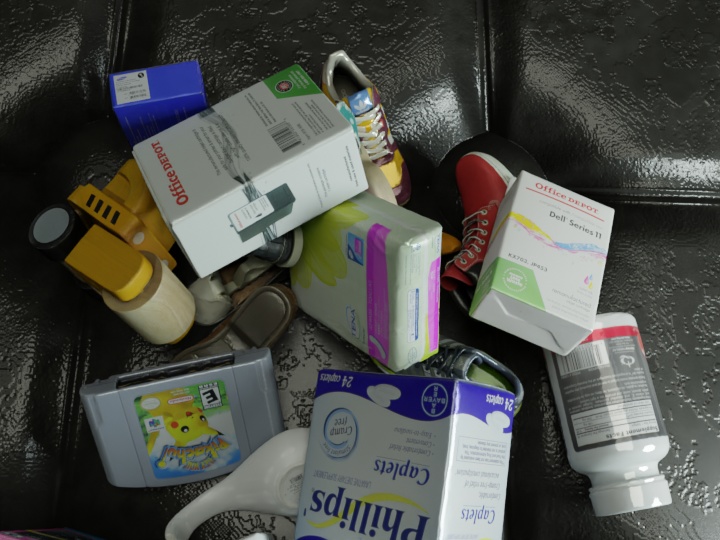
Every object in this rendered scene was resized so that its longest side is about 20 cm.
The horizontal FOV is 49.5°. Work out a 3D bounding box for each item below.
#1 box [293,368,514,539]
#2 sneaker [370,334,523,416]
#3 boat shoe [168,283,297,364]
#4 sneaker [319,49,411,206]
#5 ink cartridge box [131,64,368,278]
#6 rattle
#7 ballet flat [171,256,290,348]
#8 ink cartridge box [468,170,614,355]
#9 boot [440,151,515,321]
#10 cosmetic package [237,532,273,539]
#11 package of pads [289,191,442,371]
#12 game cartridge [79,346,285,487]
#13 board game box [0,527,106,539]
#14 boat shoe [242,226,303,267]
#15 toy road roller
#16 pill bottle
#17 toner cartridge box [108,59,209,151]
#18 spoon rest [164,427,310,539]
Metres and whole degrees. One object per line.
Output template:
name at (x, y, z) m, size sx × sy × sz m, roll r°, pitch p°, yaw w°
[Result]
box at (0.040, 0.207, 0.769) m, size 0.182 × 0.104 × 0.204 m, roll -3°, pitch 76°, yaw 43°
sneaker at (0.098, 0.102, 0.878) m, size 0.197 × 0.081 × 0.075 m, roll 22°, pitch 71°, yaw 4°
boat shoe at (-0.145, 0.095, 0.876) m, size 0.199 × 0.068 × 0.072 m, roll -39°, pitch 88°, yaw 7°
sneaker at (0.002, -0.170, 0.956) m, size 0.074 × 0.090 × 0.202 m, roll -27°, pitch 76°, yaw -11°
ink cartridge box at (-0.113, -0.105, 0.793) m, size 0.198 × 0.084 × 0.147 m, roll -28°, pitch 48°, yaw -9°
rattle at (0.037, -0.108, 0.897) m, size 0.140 × 0.130 × 0.204 m, roll -13°, pitch 90°, yaw -5°
ballet flat at (-0.148, 0.012, 0.900) m, size 0.199 × 0.069 × 0.068 m, roll -38°, pitch 79°, yaw -13°
ink cartridge box at (0.201, -0.026, 0.842) m, size 0.115 × 0.068 × 0.202 m, roll 22°, pitch 58°, yaw -1°
boot at (0.132, -0.044, 0.904) m, size 0.142 × 0.072 × 0.203 m, roll -10°, pitch 72°, yaw -38°
cosmetic package at (-0.107, 0.309, 0.736) m, size 0.070 × 0.200 × 0.103 m, roll -17°, pitch 72°, yaw -9°
package of pads at (0.000, 0.000, 0.830) m, size 0.067 × 0.157 × 0.199 m, roll -23°, pitch 36°, yaw -34°
game cartridge at (-0.181, 0.160, 0.827) m, size 0.196 × 0.136 × 0.041 m, roll -12°, pitch 29°, yaw -6°
board game box at (-0.254, 0.293, 0.733) m, size 0.145 × 0.200 × 0.065 m, roll 16°, pitch 71°, yaw 2°
boat shoe at (-0.143, -0.062, 0.867) m, size 0.065 × 0.076 × 0.199 m, roll 3°, pitch 29°, yaw -42°
toy road roller at (-0.245, -0.030, 0.854) m, size 0.198 × 0.123 × 0.147 m, roll 30°, pitch 73°, yaw 29°
pill bottle at (0.271, 0.157, 0.854) m, size 0.108 × 0.111 × 0.204 m, roll -8°, pitch 73°, yaw -6°
toner cartridge box at (-0.211, -0.154, 0.880) m, size 0.093 × 0.201 × 0.044 m, roll -10°, pitch 70°, yaw -7°
spoon rest at (-0.111, 0.237, 0.831) m, size 0.197 × 0.061 × 0.101 m, roll -23°, pitch 108°, yaw -14°
